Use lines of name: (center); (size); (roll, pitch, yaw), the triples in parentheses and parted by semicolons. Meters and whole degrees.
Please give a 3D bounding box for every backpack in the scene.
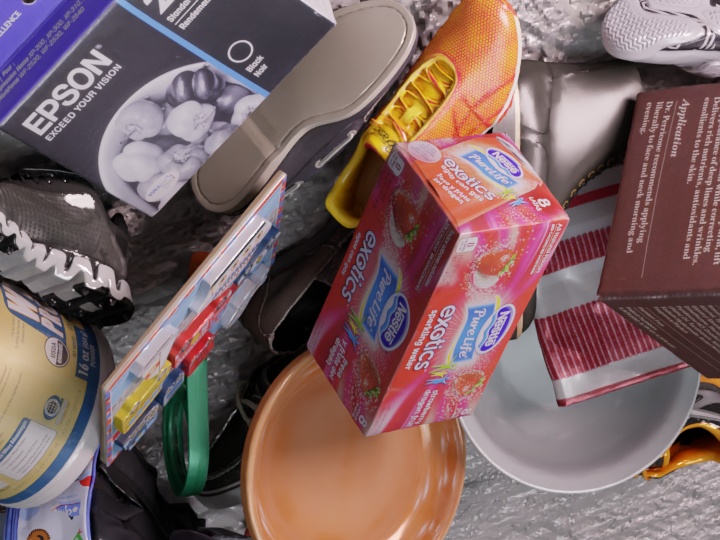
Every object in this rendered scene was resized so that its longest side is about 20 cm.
backpack: (-0.205, 0.221, 1.732); (0.153, 0.201, 0.191); (-11, 131, 5)

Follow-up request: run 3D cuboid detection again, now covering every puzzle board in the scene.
puzzle board: (-0.114, 0.037, 1.580); (0.200, 0.017, 0.151); (-52, 171, -22)

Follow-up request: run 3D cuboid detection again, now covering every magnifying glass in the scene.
magnifying glass: (-0.126, 0.080, 1.710); (0.022, 0.080, 0.202); (-4, 121, -18)

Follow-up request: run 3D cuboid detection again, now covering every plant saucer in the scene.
plant saucer: (-0.009, 0.145, 1.702); (0.199, 0.037, 0.202); (-4, 97, -35)

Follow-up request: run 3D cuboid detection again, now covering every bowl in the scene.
bowl: (0.156, 0.065, 1.765); (0.199, 0.090, 0.203); (-1, 97, -11)

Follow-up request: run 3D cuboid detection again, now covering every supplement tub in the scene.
supplement tub: (-0.284, 0.068, 1.577); (0.199, 0.145, 0.145); (29, 115, -38)

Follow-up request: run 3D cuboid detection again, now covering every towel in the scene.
towel: (0.189, -0.012, 1.707); (0.143, 0.023, 0.202); (-16, 99, -8)

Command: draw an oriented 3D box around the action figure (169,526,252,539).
action figure: (-0.057, 0.227, 1.751); (0.069, 0.131, 0.199); (-4, 180, 38)

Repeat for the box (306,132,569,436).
box: (0.051, 0.010, 1.590); (0.099, 0.096, 0.201); (-8, 138, -35)

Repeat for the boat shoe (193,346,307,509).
boat shoe: (-0.065, 0.099, 1.752); (0.200, 0.071, 0.064); (-44, 133, 7)

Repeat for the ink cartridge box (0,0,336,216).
ink cartridge box: (-0.149, -0.152, 1.509); (0.199, 0.044, 0.198); (30, 114, -37)

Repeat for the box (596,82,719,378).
box: (0.300, -0.027, 1.601); (0.199, 0.167, 0.164); (-1, 156, 40)

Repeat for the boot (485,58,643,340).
boot: (0.150, -0.056, 1.653); (0.137, 0.077, 0.202); (-8, 107, -21)

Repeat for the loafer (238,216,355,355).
loafer: (0.000, 0.000, 1.682); (0.199, 0.071, 0.073); (-38, 133, 12)

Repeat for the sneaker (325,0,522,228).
sneaker: (0.047, -0.104, 1.578); (0.077, 0.073, 0.201); (-14, 139, -57)

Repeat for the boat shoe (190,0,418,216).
boat shoe: (-0.032, -0.112, 1.587); (0.200, 0.073, 0.063); (-42, 157, 17)

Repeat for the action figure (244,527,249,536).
action figure: (-0.012, 0.177, 1.839); (0.199, 0.052, 0.066); (-28, 98, 20)

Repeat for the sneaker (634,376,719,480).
sneaker: (0.221, 0.139, 1.892); (0.198, 0.078, 0.079); (-14, 135, -8)

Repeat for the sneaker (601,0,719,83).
sneaker: (0.264, -0.150, 1.653); (0.198, 0.075, 0.116); (-11, 130, -17)

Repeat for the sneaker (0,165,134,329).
sneaker: (-0.228, -0.038, 1.550); (0.066, 0.091, 0.200); (-17, 146, 36)
